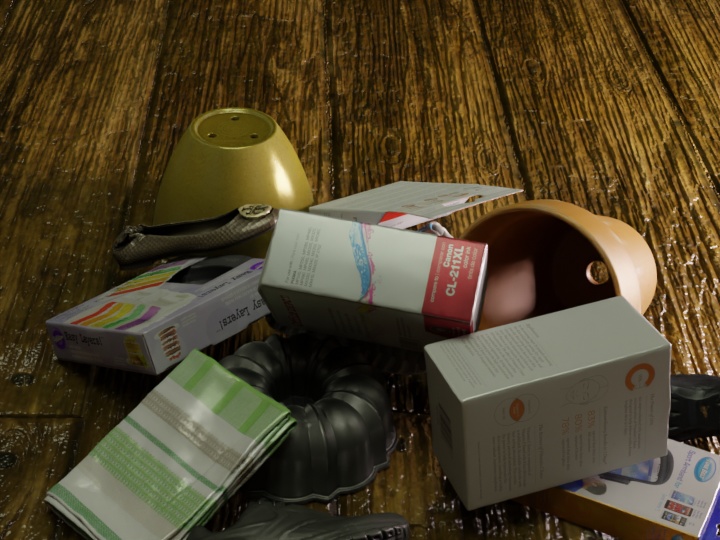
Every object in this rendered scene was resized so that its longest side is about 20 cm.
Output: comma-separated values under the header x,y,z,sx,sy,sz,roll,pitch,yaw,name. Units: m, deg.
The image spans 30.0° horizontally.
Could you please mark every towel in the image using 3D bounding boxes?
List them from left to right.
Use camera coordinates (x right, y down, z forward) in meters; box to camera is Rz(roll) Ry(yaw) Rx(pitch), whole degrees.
x,y,z,sx,sy,sz,roll,pitch,yaw,name
-0.173,0.168,1.207,0.149,0.031,0.200,30,67,34,towel

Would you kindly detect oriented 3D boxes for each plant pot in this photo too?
x,y,z,sx,sy,sz,roll,pitch,yaw,name
-0.147,-0.107,1.580,0.200,0.142,0.200,2,35,-2,plant pot
0.215,0.018,1.398,0.200,0.200,0.183,24,23,28,plant pot

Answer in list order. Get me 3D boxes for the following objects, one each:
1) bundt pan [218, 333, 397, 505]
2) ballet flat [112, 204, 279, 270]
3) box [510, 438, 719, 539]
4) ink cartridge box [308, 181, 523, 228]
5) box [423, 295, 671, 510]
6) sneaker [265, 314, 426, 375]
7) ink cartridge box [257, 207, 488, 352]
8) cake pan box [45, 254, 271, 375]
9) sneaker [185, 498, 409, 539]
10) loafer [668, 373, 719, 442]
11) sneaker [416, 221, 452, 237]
x,y,z,sx,sy,sz,roll,pitch,yaw,name
-0.062,0.130,1.298,0.202,0.076,0.202,2,35,-1,bundt pan
-0.183,-0.044,1.482,0.200,0.046,0.067,-13,14,15,ballet flat
0.253,0.198,1.252,0.200,0.042,0.119,15,36,22,box
0.064,-0.064,1.543,0.160,0.047,0.200,-18,18,-41,ink cartridge box
0.169,0.118,1.218,0.200,0.125,0.098,-13,31,-13,box
0.002,0.054,1.408,0.200,0.075,0.082,19,5,25,sneaker
0.016,0.015,1.282,0.200,0.146,0.083,11,75,8,ink cartridge box
-0.193,0.040,1.385,0.200,0.052,0.184,-28,23,-38,cake pan box
-0.056,0.230,1.145,0.200,0.076,0.091,-8,42,-18,sneaker
0.318,0.137,1.334,0.200,0.068,0.070,-2,-3,5,loafer
0.057,-0.019,1.516,0.200,0.087,0.075,1,36,0,sneaker
